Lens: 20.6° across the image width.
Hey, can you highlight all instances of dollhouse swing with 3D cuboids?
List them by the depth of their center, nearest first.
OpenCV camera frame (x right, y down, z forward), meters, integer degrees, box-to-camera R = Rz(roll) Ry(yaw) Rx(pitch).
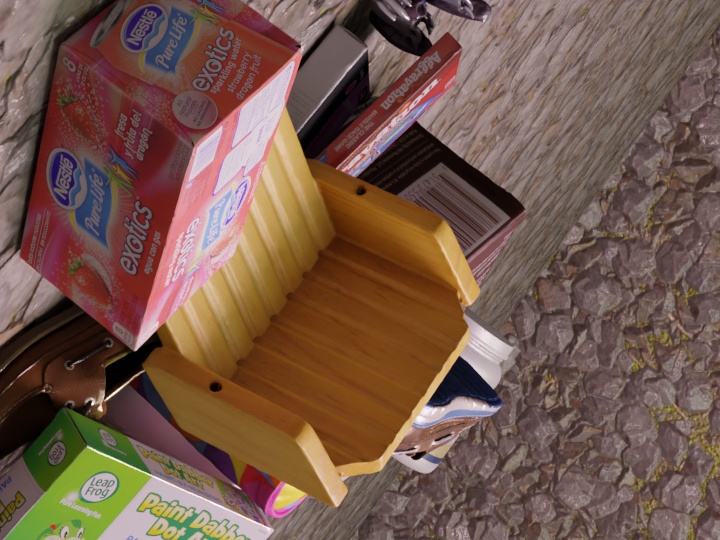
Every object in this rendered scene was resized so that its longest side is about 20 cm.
[{"bbox_3d":[-0.036,0.001,1.300,0.200,0.181,0.177,-53,156,-31],"label":"dollhouse swing"}]

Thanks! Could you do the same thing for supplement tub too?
[{"bbox_3d":[0.090,0.141,2.544,0.201,0.144,0.144,-54,169,5],"label":"supplement tub"}]

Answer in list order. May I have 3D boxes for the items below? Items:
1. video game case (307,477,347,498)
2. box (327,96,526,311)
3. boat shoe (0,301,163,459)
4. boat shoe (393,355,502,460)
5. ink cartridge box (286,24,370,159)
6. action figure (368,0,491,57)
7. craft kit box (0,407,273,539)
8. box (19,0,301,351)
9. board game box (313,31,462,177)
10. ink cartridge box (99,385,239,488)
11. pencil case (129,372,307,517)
[{"bbox_3d":[-0.044,0.136,1.727,0.199,0.022,0.181,2,-153,47],"label":"video game case"},{"bbox_3d":[0.000,0.000,1.632,0.166,0.164,0.201,-38,162,-53],"label":"box"},{"bbox_3d":[-0.193,0.073,1.297,0.200,0.068,0.072,-45,169,-32],"label":"boat shoe"},{"bbox_3d":[0.048,0.109,1.587,0.073,0.072,0.200,-49,160,16],"label":"boat shoe"},{"bbox_3d":[-0.066,-0.082,1.446,0.200,0.037,0.095,-49,170,-10],"label":"ink cartridge box"},{"bbox_3d":[0.049,-0.223,1.390,0.130,0.069,0.200,-46,165,-11],"label":"action figure"},{"bbox_3d":[-0.188,0.204,1.333,0.198,0.049,0.200,-50,138,8],"label":"craft kit box"},{"bbox_3d":[-0.115,-0.063,1.116,0.103,0.094,0.201,-45,167,-35],"label":"box"},{"bbox_3d":[-0.003,-0.090,1.472,0.200,0.019,0.103,-44,173,-7],"label":"board game box"},{"bbox_3d":[-0.167,0.170,1.513,0.147,0.146,0.201,-39,161,-54],"label":"ink cartridge box"},{"bbox_3d":[-0.100,0.081,1.403,0.088,0.200,0.089,-40,162,-16],"label":"pencil case"}]
